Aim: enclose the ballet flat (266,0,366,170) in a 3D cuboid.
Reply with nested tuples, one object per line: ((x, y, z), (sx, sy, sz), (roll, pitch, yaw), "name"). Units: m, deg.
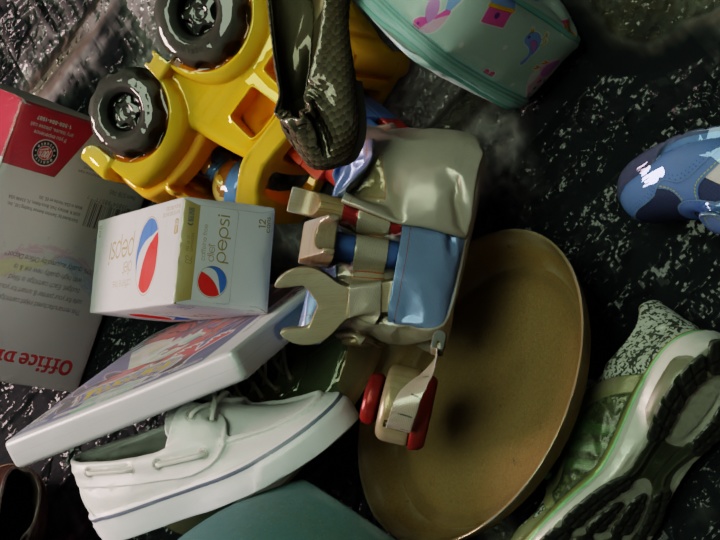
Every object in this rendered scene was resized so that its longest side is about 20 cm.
((-0.035, -0.157, 1.076), (0.067, 0.046, 0.202), (-12, 82, 50), "ballet flat")

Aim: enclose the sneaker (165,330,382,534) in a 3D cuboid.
((-0.078, 0.096, 1.204), (0.200, 0.090, 0.067), (-49, 23, 19), "sneaker")

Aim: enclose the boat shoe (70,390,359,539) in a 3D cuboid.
((-0.096, 0.108, 1.139), (0.199, 0.074, 0.066), (-25, 100, 21), "boat shoe")

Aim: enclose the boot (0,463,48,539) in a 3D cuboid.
((-0.265, 0.232, 1.289), (0.166, 0.072, 0.201), (147, 136, -76), "boot")

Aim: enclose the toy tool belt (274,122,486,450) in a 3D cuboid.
((0.000, 0.000, 1.114), (0.122, 0.125, 0.201), (12, 74, 4), "toy tool belt")

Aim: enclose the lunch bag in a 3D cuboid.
((0.032, -0.194, 1.148), (0.077, 0.160, 0.200), (-51, 57, 17), "lunch bag")

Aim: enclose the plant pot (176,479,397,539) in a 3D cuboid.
((-0.033, 0.207, 1.108), (0.200, 0.200, 0.135), (28, 80, 37), "plant pot")

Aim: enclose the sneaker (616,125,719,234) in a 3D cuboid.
((0.231, -0.038, 1.022), (0.199, 0.074, 0.083), (-6, 79, 37), "sneaker")

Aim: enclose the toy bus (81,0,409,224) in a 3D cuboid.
((-0.059, -0.097, 1.231), (0.192, 0.136, 0.200), (45, 110, 18), "toy bus")

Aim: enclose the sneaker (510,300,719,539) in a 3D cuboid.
((0.142, 0.102, 1.072), (0.200, 0.077, 0.089), (-52, 38, 12), "sneaker")

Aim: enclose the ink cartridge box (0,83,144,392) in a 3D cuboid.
((-0.268, -0.031, 1.349), (0.144, 0.145, 0.201), (22, 93, 38), "ink cartridge box")

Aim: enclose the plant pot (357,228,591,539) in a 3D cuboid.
((0.071, 0.073, 1.112), (0.200, 0.027, 0.201), (-36, 41, 38), "plant pot")

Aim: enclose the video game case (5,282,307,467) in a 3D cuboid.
((-0.109, 0.055, 1.198), (0.199, 0.182, 0.023), (-23, 99, 32), "video game case")

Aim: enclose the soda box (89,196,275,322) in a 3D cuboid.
((-0.120, -0.004, 1.209), (0.200, 0.063, 0.069), (173, 103, -66), "soda box")
